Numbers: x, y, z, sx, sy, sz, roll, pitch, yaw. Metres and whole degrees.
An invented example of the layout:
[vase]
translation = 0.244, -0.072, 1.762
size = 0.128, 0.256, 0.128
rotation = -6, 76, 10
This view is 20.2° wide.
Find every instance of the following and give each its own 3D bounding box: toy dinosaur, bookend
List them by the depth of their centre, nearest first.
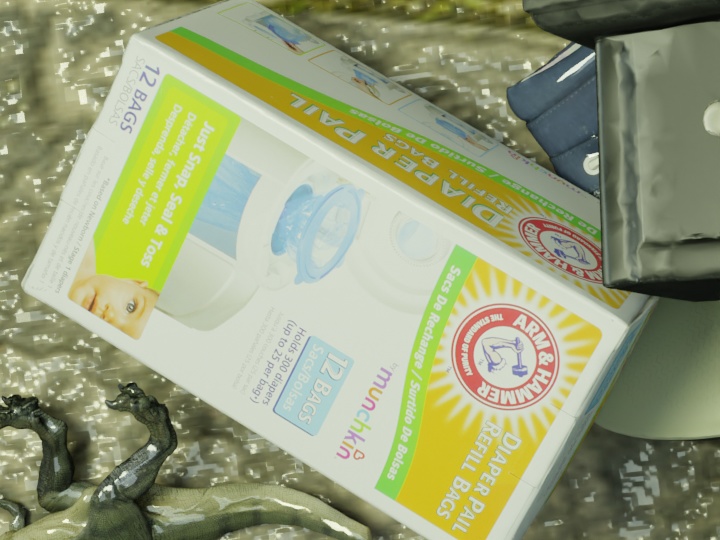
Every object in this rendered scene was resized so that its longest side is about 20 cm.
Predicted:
[bookend]
translation = 0.161, 0.001, 0.632
size = 0.200, 0.092, 0.199
rotation = -4, 83, 32
[toy dinosaur]
translation = -0.102, 0.090, 0.799
size = 0.200, 0.047, 0.088
rotation = -14, 106, 5

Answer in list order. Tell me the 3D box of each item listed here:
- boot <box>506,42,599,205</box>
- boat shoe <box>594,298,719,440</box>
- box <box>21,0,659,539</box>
[boot]
translation = 0.155, -0.089, 0.753
size = 0.200, 0.073, 0.090
rotation = -36, 95, 6
[boat shoe]
translation = 0.179, 0.020, 0.758
size = 0.201, 0.063, 0.074
rotation = -23, 62, 20
[box]
translation = 0.000, 0.000, 0.733
size = 0.200, 0.101, 0.113
rotation = 31, 113, 9
